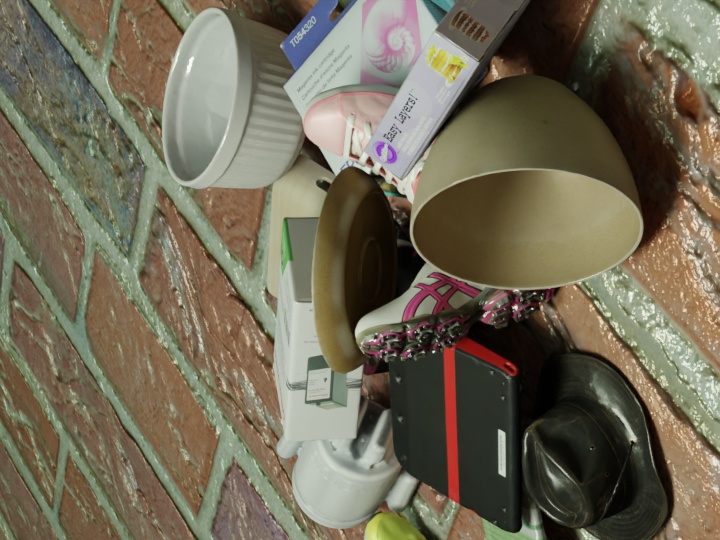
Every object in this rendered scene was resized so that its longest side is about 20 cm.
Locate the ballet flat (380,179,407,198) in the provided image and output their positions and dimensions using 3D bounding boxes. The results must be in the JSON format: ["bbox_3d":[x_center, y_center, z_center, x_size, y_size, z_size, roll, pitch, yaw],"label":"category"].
[{"bbox_3d":[0.082,-0.092,1.667,0.200,0.070,0.071,22,125,53],"label":"ballet flat"}]

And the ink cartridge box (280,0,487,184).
[{"bbox_3d":[0.008,-0.211,1.674,0.196,0.043,0.201,-46,67,34],"label":"ink cartridge box"}]

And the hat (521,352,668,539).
[{"bbox_3d":[0.201,0.184,1.608,0.200,0.081,0.202,37,137,45],"label":"hat"}]

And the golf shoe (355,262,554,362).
[{"bbox_3d":[0.080,0.023,1.601,0.073,0.199,0.092,100,147,-60],"label":"golf shoe"}]

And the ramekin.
[{"bbox_3d":[-0.135,-0.185,1.873,0.200,0.104,0.202,-24,62,56],"label":"ramekin"}]

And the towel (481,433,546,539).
[{"bbox_3d":[0.163,0.254,1.742,0.149,0.030,0.201,-167,64,-70],"label":"towel"}]

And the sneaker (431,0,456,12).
[{"bbox_3d":[0.093,-0.313,1.517,0.079,0.131,0.200,37,178,11],"label":"sneaker"}]

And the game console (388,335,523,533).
[{"bbox_3d":[0.097,0.147,1.678,0.176,0.031,0.201,25,131,39],"label":"game console"}]

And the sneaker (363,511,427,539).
[{"bbox_3d":[0.083,0.350,1.912,0.200,0.078,0.090,50,146,12],"label":"sneaker"}]

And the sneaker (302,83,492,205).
[{"bbox_3d":[0.036,-0.112,1.579,0.105,0.199,0.076,-74,-7,-49],"label":"sneaker"}]

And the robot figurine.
[{"bbox_3d":[-0.015,0.226,1.956,0.169,0.113,0.200,27,140,3],"label":"robot figurine"}]

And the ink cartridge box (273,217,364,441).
[{"bbox_3d":[-0.044,0.064,1.811,0.146,0.083,0.201,-102,13,-50],"label":"ink cartridge box"}]

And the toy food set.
[{"bbox_3d":[-0.034,-0.017,1.918,0.143,0.060,0.201,33,136,31],"label":"toy food set"}]

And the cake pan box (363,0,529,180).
[{"bbox_3d":[0.095,-0.199,1.465,0.052,0.200,0.184,36,146,0],"label":"cake pan box"}]

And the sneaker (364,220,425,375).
[{"bbox_3d":[0.034,0.025,1.820,0.087,0.080,0.201,-107,19,-45],"label":"sneaker"}]

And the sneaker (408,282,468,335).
[{"bbox_3d":[0.070,0.081,1.764,0.077,0.082,0.201,35,135,45],"label":"sneaker"}]

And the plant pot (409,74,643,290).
[{"bbox_3d":[0.142,-0.090,1.469,0.200,0.199,0.135,126,150,-55],"label":"plant pot"}]

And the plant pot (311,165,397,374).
[{"bbox_3d":[0.000,0.000,1.622,0.027,0.200,0.201,2,114,20],"label":"plant pot"}]
